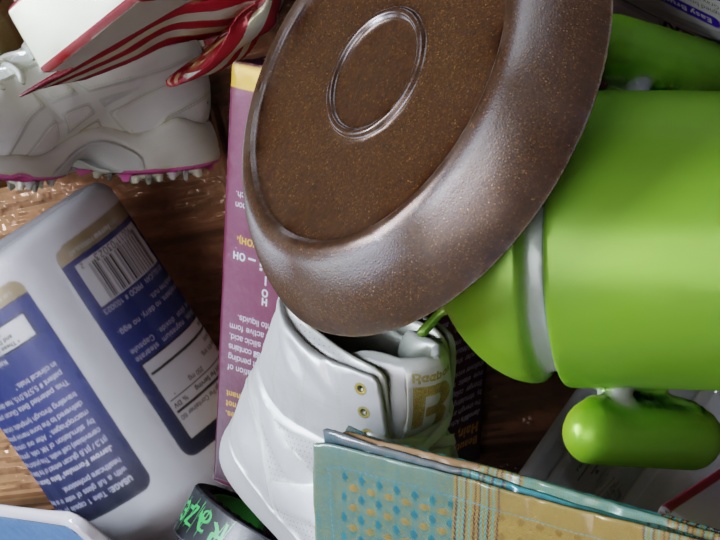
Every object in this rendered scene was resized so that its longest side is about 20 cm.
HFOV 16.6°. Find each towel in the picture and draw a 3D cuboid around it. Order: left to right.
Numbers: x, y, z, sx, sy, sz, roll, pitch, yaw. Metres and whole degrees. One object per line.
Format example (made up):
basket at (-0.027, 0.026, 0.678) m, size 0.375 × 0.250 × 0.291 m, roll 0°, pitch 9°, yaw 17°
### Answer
towel at (0.065, 0.149, 0.940) m, size 0.199 × 0.022 × 0.148 m, roll 12°, pitch 107°, yaw 33°

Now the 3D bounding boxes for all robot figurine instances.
robot figurine at (0.118, -0.012, 0.962) m, size 0.199 × 0.116 × 0.177 m, roll 1°, pitch 84°, yaw 16°

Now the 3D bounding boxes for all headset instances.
headset at (0.000, 0.164, 1.143) m, size 0.094 × 0.199 × 0.123 m, roll -64°, pitch 21°, yaw 1°

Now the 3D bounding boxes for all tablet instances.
tablet at (-0.135, 0.159, 1.236) m, size 0.130 × 0.014 × 0.200 m, roll 46°, pitch 158°, yaw -18°

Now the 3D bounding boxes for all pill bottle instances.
pill bottle at (-0.117, 0.067, 1.214) m, size 0.111 × 0.111 × 0.201 m, roll -28°, pitch 99°, yaw 35°

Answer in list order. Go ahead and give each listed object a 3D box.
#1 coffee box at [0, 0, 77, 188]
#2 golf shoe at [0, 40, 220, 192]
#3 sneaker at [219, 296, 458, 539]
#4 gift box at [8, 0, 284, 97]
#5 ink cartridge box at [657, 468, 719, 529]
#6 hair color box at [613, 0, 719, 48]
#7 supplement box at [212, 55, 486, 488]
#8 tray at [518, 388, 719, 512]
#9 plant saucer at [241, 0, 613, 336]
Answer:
coffee box at (-0.221, -0.090, 1.188) m, size 0.079 × 0.199 × 0.115 m, roll 9°, pitch 109°, yaw 45°
golf shoe at (-0.148, -0.084, 1.155) m, size 0.075 × 0.199 × 0.092 m, roll 9°, pitch 101°, yaw 39°
sneaker at (0.022, 0.090, 1.006) m, size 0.200 × 0.074 × 0.116 m, roll 42°, pitch 135°, yaw 26°
gift box at (-0.087, -0.189, 1.087) m, size 0.184 × 0.200 × 0.187 m, roll -34°, pitch 84°, yaw 40°
ink cartridge box at (0.153, 0.181, 1.054) m, size 0.083 × 0.147 × 0.201 m, roll 33°, pitch 117°, yaw 23°
hair color box at (0.133, -0.155, 0.953) m, size 0.109 × 0.200 × 0.065 m, roll 30°, pitch 74°, yaw 24°
supplement box at (0.000, 0.000, 1.128) m, size 0.085 × 0.110 × 0.201 m, roll 14°, pitch 110°, yaw 30°
tray at (0.109, 0.087, 1.098) m, size 0.200 × 0.022 × 0.108 m, roll -59°, pitch 34°, yaw 30°
plant saucer at (0.015, -0.073, 0.970) m, size 0.200 × 0.032 × 0.201 m, roll -29°, pitch 48°, yaw 39°
